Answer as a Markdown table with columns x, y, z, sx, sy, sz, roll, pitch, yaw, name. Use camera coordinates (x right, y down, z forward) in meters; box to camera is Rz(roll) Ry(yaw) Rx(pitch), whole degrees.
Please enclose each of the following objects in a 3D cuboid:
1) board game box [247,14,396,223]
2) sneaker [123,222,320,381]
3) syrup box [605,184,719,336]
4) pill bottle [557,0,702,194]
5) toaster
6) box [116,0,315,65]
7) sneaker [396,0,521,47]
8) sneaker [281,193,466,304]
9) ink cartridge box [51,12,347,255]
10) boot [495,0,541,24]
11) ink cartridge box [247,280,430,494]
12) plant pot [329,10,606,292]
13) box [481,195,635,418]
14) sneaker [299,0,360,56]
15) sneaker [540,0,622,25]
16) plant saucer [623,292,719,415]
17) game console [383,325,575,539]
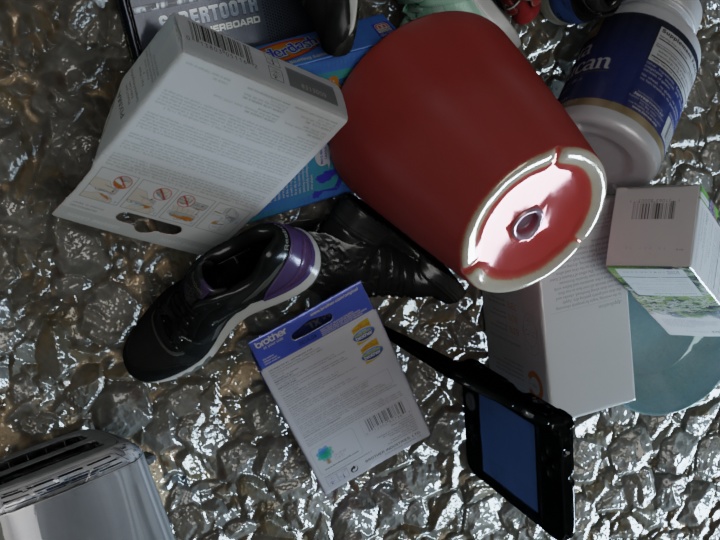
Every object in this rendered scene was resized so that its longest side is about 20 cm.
| x | y | z | sx | sy | sz | roll | pitch | yaw | name |
| --- | --- | --- | --- | --- | --- | --- | --- | --- | --- |
| -0.061 | -0.124 | 0.937 | 0.199 | 0.045 | 0.153 | -18 | 136 | -18 | board game box |
| -0.135 | 0.020 | 0.912 | 0.200 | 0.088 | 0.076 | -36 | 71 | 11 | sneaker |
| 0.306 | -0.004 | 1.021 | 0.200 | 0.078 | 0.082 | 33 | 64 | -51 | syrup box |
| 0.256 | -0.181 | 1.025 | 0.111 | 0.111 | 0.201 | 40 | 61 | -22 | pill bottle |
| -0.258 | 0.219 | 0.913 | 0.199 | 0.113 | 0.130 | -18 | 102 | -34 | toaster |
| -0.107 | -0.230 | 0.931 | 0.199 | 0.051 | 0.159 | -17 | 105 | -19 | box |
| 0.042 | -0.238 | 0.977 | 0.118 | 0.074 | 0.200 | -44 | 105 | 2 | sneaker |
| 0.001 | 0.001 | 1.014 | 0.200 | 0.060 | 0.104 | 36 | 100 | -31 | sneaker |
| -0.132 | -0.098 | 0.866 | 0.160 | 0.047 | 0.200 | 16 | 136 | -40 | ink cartridge box |
| 0.123 | -0.277 | 0.944 | 0.072 | 0.200 | 0.145 | -16 | 111 | 20 | boot |
| -0.021 | 0.105 | 1.002 | 0.119 | 0.042 | 0.201 | -28 | 126 | -7 | ink cartridge box |
| 0.097 | -0.089 | 0.907 | 0.200 | 0.178 | 0.201 | -20 | 137 | -20 | plant pot |
| 0.187 | 0.028 | 1.051 | 0.097 | 0.124 | 0.201 | -12 | 104 | -19 | box |
| -0.056 | -0.265 | 0.875 | 0.087 | 0.076 | 0.201 | -8 | 78 | -14 | sneaker |
| 0.204 | -0.331 | 0.999 | 0.076 | 0.111 | 0.201 | -11 | 103 | -19 | sneaker |
| 0.321 | 0.053 | 1.154 | 0.200 | 0.039 | 0.202 | -4 | 102 | -20 | plant saucer |
| 0.100 | 0.145 | 0.999 | 0.116 | 0.200 | 0.177 | -8 | 103 | -18 | game console |
